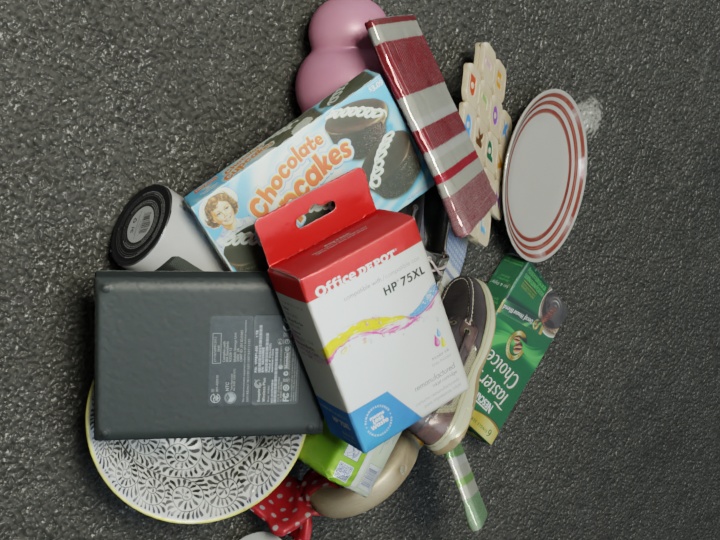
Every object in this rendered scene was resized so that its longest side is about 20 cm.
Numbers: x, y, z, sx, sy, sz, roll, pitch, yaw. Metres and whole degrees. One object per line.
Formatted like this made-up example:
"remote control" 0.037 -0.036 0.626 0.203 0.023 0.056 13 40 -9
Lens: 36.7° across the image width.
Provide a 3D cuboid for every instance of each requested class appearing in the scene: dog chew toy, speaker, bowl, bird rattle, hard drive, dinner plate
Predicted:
"dog chew toy" -0.009 -0.161 1.031 0.123 0.124 0.204 -8 102 -38
"speaker" -0.130 0.002 1.003 0.199 0.081 0.082 35 81 -42
"bowl" -0.151 0.117 0.995 0.197 0.094 0.205 -4 106 -13
"bird rattle" -0.016 0.200 1.123 0.199 0.162 0.114 -39 108 -36
"hard drive" -0.127 0.072 0.922 0.196 0.033 0.142 0 104 -14
"dinner plate" 0.213 -0.112 1.280 0.199 0.024 0.204 -16 110 -49

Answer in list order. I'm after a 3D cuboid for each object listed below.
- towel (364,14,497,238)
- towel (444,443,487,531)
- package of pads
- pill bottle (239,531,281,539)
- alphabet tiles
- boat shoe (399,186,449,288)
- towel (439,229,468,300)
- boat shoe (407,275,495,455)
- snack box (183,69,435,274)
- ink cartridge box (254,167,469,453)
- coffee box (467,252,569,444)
"towel" 0.065 -0.136 0.993 0.203 0.022 0.144 65 21 -5
"towel" 0.088 0.175 1.162 0.023 0.153 0.203 -22 79 5
"package of pads" -0.025 0.109 1.046 0.068 0.199 0.156 32 83 -34
"pill bottle" -0.070 0.370 1.154 0.113 0.112 0.201 -46 129 -19
"alphabet tiles" 0.130 -0.133 1.163 0.195 0.014 0.204 25 71 -68
"boat shoe" 0.064 -0.045 1.083 0.066 0.056 0.204 12 76 -53
"towel" 0.064 -0.030 1.150 0.147 0.023 0.203 48 49 -39
"boat shoe" 0.085 0.082 1.086 0.064 0.071 0.203 35 53 -27
"snack box" -0.042 -0.070 0.948 0.199 0.037 0.117 -36 117 -8
"ink cartridge box" 0.002 0.030 0.896 0.115 0.067 0.203 -28 111 -21
"coffee box" 0.167 0.096 1.313 0.202 0.044 0.123 -56 131 -12
